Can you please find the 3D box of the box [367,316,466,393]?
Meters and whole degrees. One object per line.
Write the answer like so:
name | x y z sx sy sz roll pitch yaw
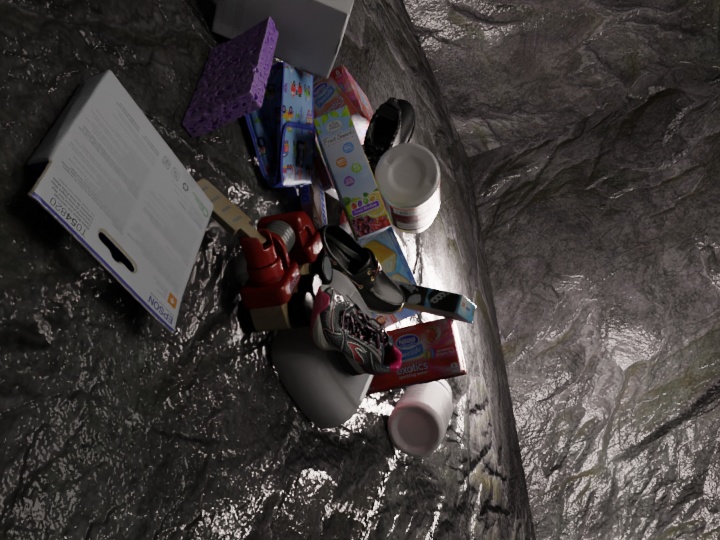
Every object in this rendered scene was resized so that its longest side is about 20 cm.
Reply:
box | 0.084 0.157 1.129 0.095 0.196 0.102 34 43 -71

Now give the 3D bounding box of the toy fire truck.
toy fire truck | -0.131 -0.039 0.838 0.177 0.126 0.203 -69 149 -61

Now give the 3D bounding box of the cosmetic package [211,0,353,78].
cosmetic package | -0.119 -0.397 0.973 0.197 0.114 0.082 20 40 -10

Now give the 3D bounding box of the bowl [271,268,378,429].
bowl | -0.034 0.117 0.949 0.201 0.074 0.202 61 41 -35

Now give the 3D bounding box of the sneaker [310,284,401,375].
sneaker | -0.005 0.081 0.846 0.200 0.073 0.082 49 47 -52

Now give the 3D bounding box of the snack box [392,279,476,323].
snack box | 0.099 0.050 1.127 0.116 0.197 0.038 31 73 -64

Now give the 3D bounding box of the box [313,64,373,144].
box | -0.035 -0.307 1.223 0.200 0.101 0.096 2 65 -76

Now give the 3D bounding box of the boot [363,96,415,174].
boot | 0.055 -0.268 1.180 0.163 0.072 0.201 78 31 -74

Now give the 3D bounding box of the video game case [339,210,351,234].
video game case | 0.002 -0.099 1.364 0.202 0.017 0.144 -82 149 -51

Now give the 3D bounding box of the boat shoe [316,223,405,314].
boat shoe | -0.001 0.002 1.022 0.200 0.063 0.074 38 48 -18

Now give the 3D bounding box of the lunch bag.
lunch bag | -0.130 -0.224 1.036 0.150 0.092 0.204 -36 121 -74

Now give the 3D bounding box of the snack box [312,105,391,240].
snack box | -0.015 -0.155 1.062 0.169 0.067 0.203 177 -106 -89

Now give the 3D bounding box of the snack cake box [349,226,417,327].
snack cake box | 0.044 0.008 1.256 0.067 0.114 0.202 -110 174 -61

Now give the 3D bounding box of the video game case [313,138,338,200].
video game case | -0.076 -0.233 1.196 0.143 0.017 0.203 14 54 -75

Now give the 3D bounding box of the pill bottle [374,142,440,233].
pill bottle | 0.090 -0.140 1.138 0.200 0.112 0.116 61 17 -76

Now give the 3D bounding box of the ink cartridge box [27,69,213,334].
ink cartridge box | -0.238 -0.066 0.638 0.202 0.040 0.201 -86 153 -45

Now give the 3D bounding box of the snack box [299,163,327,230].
snack box | -0.089 -0.149 1.154 0.072 0.024 0.203 46 33 -60

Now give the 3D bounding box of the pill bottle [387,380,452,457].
pill bottle | 0.132 0.292 1.300 0.200 0.113 0.116 -30 103 -70

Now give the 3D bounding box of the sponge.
sponge | -0.176 -0.272 0.871 0.030 0.110 0.202 53 28 -41
